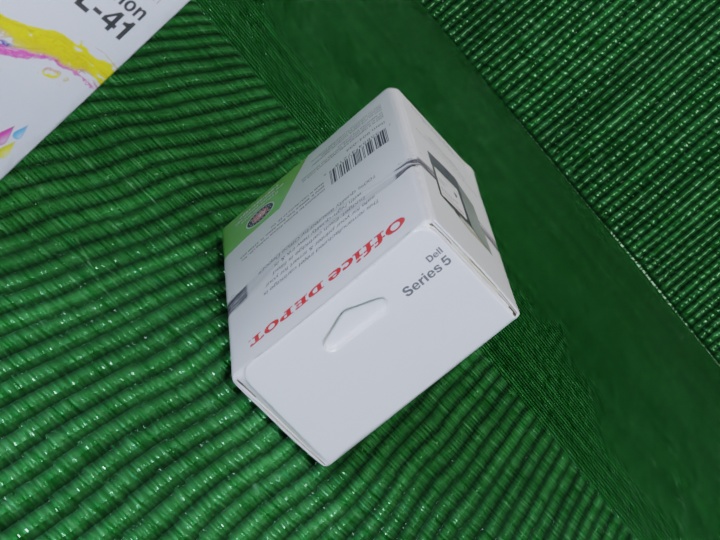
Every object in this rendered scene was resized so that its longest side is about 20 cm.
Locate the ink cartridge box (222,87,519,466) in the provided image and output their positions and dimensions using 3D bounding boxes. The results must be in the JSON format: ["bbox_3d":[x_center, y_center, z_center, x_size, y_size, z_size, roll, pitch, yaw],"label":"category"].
[{"bbox_3d":[0.000,0.000,1.354,0.084,0.145,0.200,45,14,-22],"label":"ink cartridge box"}]

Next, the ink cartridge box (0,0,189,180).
[{"bbox_3d":[-0.176,-0.129,1.006,0.147,0.200,0.086,39,16,-36],"label":"ink cartridge box"}]
